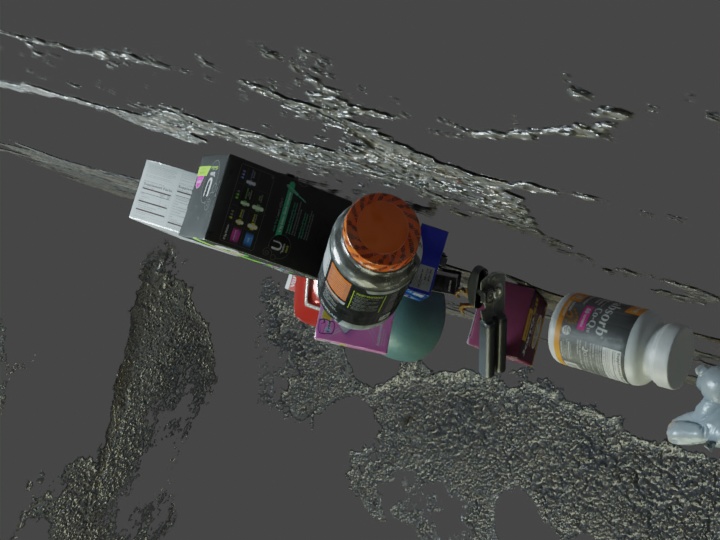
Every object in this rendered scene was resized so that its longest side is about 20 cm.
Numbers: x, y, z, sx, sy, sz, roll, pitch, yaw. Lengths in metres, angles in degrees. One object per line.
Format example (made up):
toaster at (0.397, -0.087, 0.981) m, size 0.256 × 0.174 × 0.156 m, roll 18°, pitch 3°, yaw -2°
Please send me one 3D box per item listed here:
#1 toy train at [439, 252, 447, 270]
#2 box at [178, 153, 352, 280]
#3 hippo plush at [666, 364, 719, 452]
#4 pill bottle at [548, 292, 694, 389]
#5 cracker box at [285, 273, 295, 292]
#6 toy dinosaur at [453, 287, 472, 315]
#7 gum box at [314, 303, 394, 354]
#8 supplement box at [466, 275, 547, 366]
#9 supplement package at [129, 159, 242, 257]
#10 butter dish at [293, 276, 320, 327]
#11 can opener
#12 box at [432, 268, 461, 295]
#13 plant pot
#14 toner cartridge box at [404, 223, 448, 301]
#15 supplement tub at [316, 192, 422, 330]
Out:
toy train at (0.083, -0.028, 1.576) m, size 0.045 × 0.035 × 0.199 m, roll 22°, pitch 175°, yaw -29°
box at (-0.138, -0.075, 1.294) m, size 0.197 × 0.127 × 0.148 m, roll 19°, pitch 176°, yaw -25°
hippo plush at (0.707, 0.273, 1.835) m, size 0.156 × 0.165 × 0.199 m, roll -1°, pitch 177°, yaw 20°
pill bottle at (0.396, 0.108, 1.371) m, size 0.197 × 0.119 × 0.115 m, roll 14°, pitch 175°, yaw 42°
cracker box at (-0.064, 0.004, 2.002) m, size 0.197 × 0.137 × 0.057 m, roll 15°, pitch 176°, yaw 37°
toy dinosaur at (0.243, 0.051, 1.923) m, size 0.105 × 0.062 × 0.198 m, roll -19°, pitch 156°, yaw 41°
gum box at (0.005, 0.016, 1.365) m, size 0.111 × 0.205 × 0.066 m, roll 11°, pitch 174°, yaw 1°
supplement box at (0.281, 0.098, 1.698) m, size 0.101 × 0.134 × 0.200 m, roll 15°, pitch 176°, yaw 21°
supplement package at (-0.306, -0.112, 1.680) m, size 0.153 × 0.113 × 0.200 m, roll 16°, pitch 175°, yaw 18°
butter dish at (0.000, 0.000, 1.526) m, size 0.196 × 0.205 × 0.147 m, roll 16°, pitch -161°, yaw 29°
can opener at (0.219, 0.086, 1.555) m, size 0.052 × 0.204 × 0.067 m, roll -19°, pitch -147°, yaw -26°
box at (0.089, 0.005, 1.683) m, size 0.195 × 0.037 × 0.143 m, roll 12°, pitch -173°, yaw 8°
plant pot at (0.055, 0.079, 1.800) m, size 0.133 × 0.205 × 0.198 m, roll 7°, pitch -175°, yaw -41°
toner cartridge box at (0.091, -0.008, 1.345) m, size 0.042 × 0.097 × 0.200 m, roll 18°, pitch 176°, yaw 2°
supplement tub at (0.012, -0.011, 1.169) m, size 0.120 × 0.125 × 0.201 m, roll 18°, pitch 155°, yaw -3°
